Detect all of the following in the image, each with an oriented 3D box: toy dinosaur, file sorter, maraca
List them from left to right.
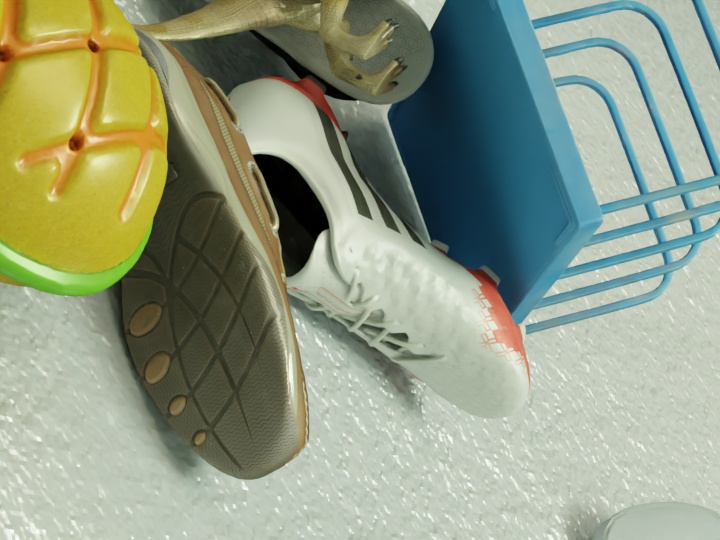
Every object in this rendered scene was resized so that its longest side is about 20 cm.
[{"bbox_3d":[-0.146,-0.077,0.909,0.200,0.107,0.137,51,31,-17],"label":"maraca"},{"bbox_3d":[-0.024,-0.123,1.101,0.101,0.058,0.200,40,58,18],"label":"toy dinosaur"},{"bbox_3d":[0.107,-0.064,1.180,0.122,0.200,0.139,-15,75,-16],"label":"file sorter"}]

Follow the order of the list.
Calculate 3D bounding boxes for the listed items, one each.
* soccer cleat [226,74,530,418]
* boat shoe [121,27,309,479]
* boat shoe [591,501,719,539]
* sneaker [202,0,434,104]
[{"bbox_3d":[0.000,0.000,1.129,0.200,0.069,0.085,51,38,-11],"label":"soccer cleat"},{"bbox_3d":[-0.060,-0.010,1.027,0.072,0.076,0.200,7,60,-59],"label":"boat shoe"},{"bbox_3d":[0.198,0.173,1.284,0.199,0.068,0.074,13,62,-24],"label":"boat shoe"},{"bbox_3d":[-0.050,-0.145,1.182,0.200,0.071,0.099,40,-2,2],"label":"sneaker"}]
